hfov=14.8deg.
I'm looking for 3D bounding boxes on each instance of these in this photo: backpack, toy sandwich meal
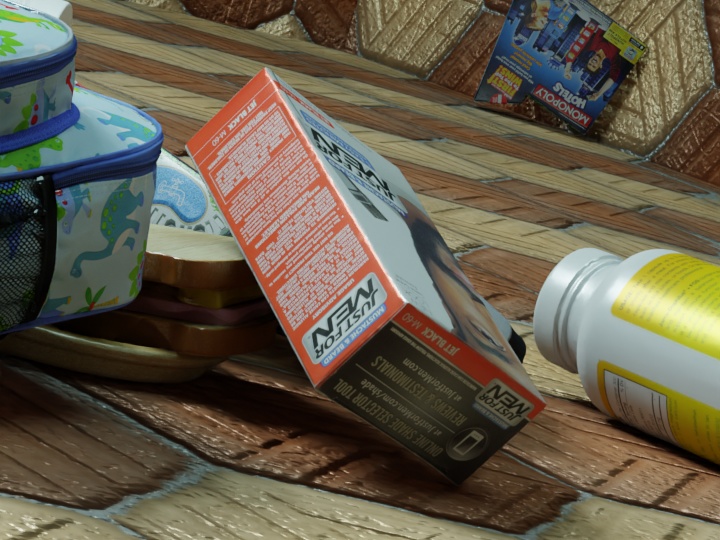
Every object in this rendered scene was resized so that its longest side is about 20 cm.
[{"bbox_3d":[-0.187,-0.045,1.182,0.183,0.147,0.200,23,21,38],"label":"backpack"},{"bbox_3d":[-0.140,-0.001,1.361,0.205,0.070,0.205,16,8,-2],"label":"toy sandwich meal"}]

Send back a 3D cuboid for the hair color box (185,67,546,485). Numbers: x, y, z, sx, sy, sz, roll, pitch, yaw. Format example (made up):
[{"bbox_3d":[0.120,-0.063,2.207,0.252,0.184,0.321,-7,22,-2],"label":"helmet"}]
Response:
[{"bbox_3d":[0.000,0.000,1.325,0.111,0.064,0.200,36,17,-40],"label":"hair color box"}]

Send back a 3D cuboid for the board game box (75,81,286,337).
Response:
[{"bbox_3d":[-0.123,-0.040,1.504,0.200,0.062,0.200,35,-2,29],"label":"board game box"}]

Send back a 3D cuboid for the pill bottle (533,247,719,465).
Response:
[{"bbox_3d":[0.195,0.050,1.571,0.200,0.104,0.104,24,11,41],"label":"pill bottle"}]

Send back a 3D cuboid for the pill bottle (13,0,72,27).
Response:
[{"bbox_3d":[-0.329,-0.192,2.132,0.200,0.120,0.120,17,8,2],"label":"pill bottle"}]

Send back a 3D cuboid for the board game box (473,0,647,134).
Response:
[{"bbox_3d":[0.256,-0.285,3.808,0.200,0.200,0.062,36,9,2],"label":"board game box"}]

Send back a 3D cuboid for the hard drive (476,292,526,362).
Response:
[{"bbox_3d":[0.006,-0.008,1.510,0.200,0.042,0.135,39,0,11],"label":"hard drive"}]
